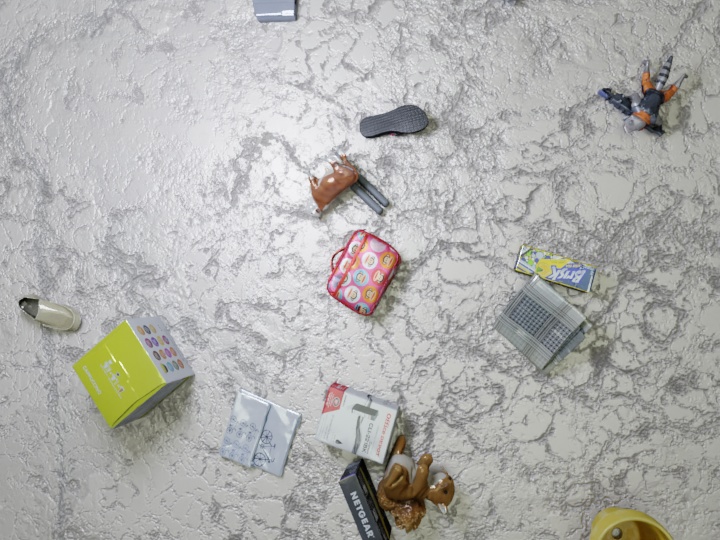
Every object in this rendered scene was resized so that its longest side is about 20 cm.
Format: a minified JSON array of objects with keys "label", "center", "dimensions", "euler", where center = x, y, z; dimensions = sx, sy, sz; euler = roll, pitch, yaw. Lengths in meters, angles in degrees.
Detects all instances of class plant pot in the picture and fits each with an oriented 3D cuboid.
[{"label":"plant pot","center":[0.640,0.667,1.552],"dimensions":[0.193,0.189,0.209],"euler":[0,89,7]}]

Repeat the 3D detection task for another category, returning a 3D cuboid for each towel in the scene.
[{"label":"towel","center":[0.463,0.142,1.639],"dimensions":[0.199,0.034,0.194],"euler":[40,114,7]}]

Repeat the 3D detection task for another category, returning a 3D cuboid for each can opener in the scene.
[{"label":"can opener","center":[-0.006,-0.233,1.733],"dimensions":[0.200,0.066,0.053],"euler":[45,92,2]}]

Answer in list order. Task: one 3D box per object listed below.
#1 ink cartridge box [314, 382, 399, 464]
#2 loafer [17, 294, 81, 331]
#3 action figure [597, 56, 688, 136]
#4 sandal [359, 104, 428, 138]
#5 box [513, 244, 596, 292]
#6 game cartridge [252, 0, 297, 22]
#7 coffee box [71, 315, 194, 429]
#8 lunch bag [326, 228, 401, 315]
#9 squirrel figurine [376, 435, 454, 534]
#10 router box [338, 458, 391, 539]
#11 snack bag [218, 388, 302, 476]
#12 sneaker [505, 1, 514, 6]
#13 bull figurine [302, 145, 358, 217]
[{"label":"ink cartridge box","center":[-0.006,0.402,1.700],"dimensions":[0.194,0.084,0.149],"euler":[17,90,7]},{"label":"loafer","center":[-0.895,0.124,1.836],"dimensions":[0.194,0.068,0.078],"euler":[17,90,8]},{"label":"action figure","center":[0.711,-0.444,1.623],"dimensions":[0.196,0.105,0.198],"euler":[28,82,5]},{"label":"sandal","center":[0.092,-0.398,1.738],"dimensions":[0.194,0.045,0.078],"euler":[-4,82,22]},{"label":"box","center":[0.499,-0.004,1.654],"dimensions":[0.194,0.064,0.072],"euler":[17,91,8]},{"label":"game cartridge","center":[-0.240,-0.801,1.794],"dimensions":[0.128,0.041,0.208],"euler":[1,88,12]},{"label":"coffee box","center":[-0.605,0.268,1.727],"dimensions":[0.198,0.198,0.202],"euler":[-37,84,5]},{"label":"lunch bag","center":[0.000,0.000,1.718],"dimensions":[0.173,0.082,0.204],"euler":[29,91,11]},{"label":"squirrel figurine","center":[0.145,0.571,1.667],"dimensions":[0.182,0.142,0.205],"euler":[24,105,-3]},{"label":"router box","center":[0.015,0.608,1.654],"dimensions":[0.051,0.157,0.205],"euler":[-24,85,6]},{"label":"snack bag","center":[-0.276,0.452,1.767],"dimensions":[0.194,0.021,0.194],"euler":[20,90,8]},{"label":"sneaker","center":[0.375,-0.798,1.689],"dimensions":[0.114,0.075,0.202],"euler":[-38,87,2]},{"label":"bull figurine","center":[-0.093,-0.232,1.707],"dimensions":[0.198,0.065,0.123],"euler":[-34,97,27]}]
